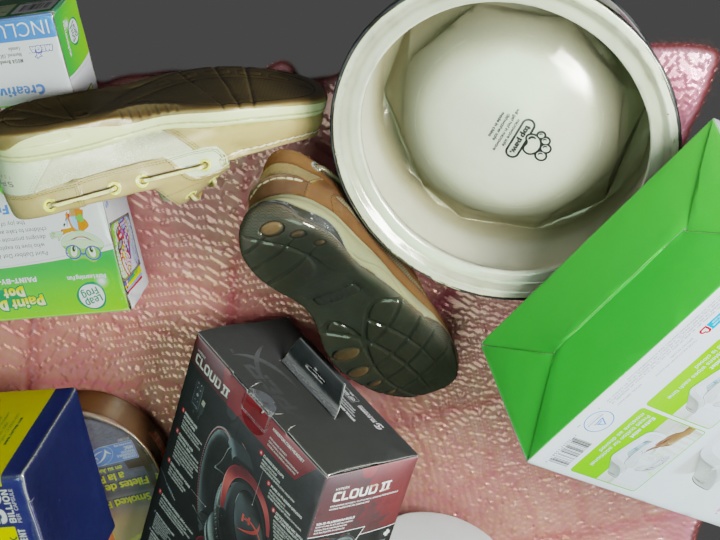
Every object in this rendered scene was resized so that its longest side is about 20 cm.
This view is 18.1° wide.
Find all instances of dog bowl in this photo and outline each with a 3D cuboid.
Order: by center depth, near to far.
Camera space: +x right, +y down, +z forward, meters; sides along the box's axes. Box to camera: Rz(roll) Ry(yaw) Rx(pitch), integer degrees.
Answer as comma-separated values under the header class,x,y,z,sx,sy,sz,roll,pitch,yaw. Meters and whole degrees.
class,x,y,z,sx,sy,sz,roll,pitch,yaw
dog bowl,0.086,-0.088,1.294,0.199,0.074,0.201,5,117,10

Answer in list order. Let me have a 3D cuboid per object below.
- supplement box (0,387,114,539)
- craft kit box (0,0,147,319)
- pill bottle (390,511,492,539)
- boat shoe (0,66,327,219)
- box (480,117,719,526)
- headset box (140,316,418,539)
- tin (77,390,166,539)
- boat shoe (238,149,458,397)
class,x,y,z,sx,sy,sz,roll,pitch,yaw
supplement box,-0.275,0.153,1.438,0.199,0.110,0.109,-5,116,16
craft kit box,-0.249,-0.063,1.393,0.199,0.049,0.199,-4,113,15
pill bottle,0.031,0.260,1.464,0.112,0.112,0.201,15,119,5
boat shoe,-0.116,-0.073,1.323,0.199,0.074,0.067,-8,116,-10
box,0.204,0.038,1.275,0.176,0.097,0.200,19,126,-38
headset box,-0.053,0.137,1.396,0.149,0.075,0.201,44,129,38
tin,-0.217,0.144,1.503,0.199,0.042,0.112,-14,109,20
boat shoe,0.000,0.000,1.350,0.075,0.074,0.200,-16,138,23
